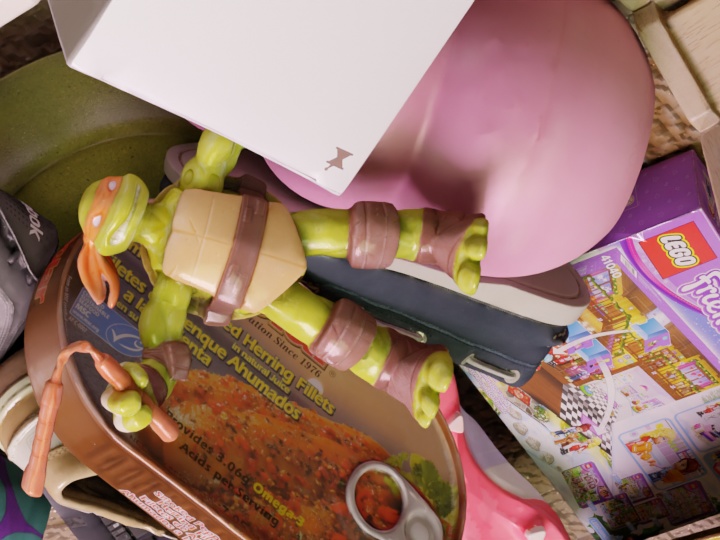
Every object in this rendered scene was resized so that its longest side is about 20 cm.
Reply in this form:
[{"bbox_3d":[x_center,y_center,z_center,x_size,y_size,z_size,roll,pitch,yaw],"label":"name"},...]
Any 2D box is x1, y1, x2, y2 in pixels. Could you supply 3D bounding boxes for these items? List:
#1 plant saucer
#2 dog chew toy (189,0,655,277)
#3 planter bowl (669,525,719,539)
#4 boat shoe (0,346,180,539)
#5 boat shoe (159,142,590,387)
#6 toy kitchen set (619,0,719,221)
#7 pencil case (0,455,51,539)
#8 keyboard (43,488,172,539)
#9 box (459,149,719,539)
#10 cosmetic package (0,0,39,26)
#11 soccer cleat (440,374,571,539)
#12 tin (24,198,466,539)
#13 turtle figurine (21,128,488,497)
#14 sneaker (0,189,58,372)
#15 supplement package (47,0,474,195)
[{"bbox_3d":[-0.104,-0.003,1.246,0.199,0.031,0.201,-15,130,-19],"label":"plant saucer"},{"bbox_3d":[0.012,-0.073,1.174,0.199,0.125,0.125,16,135,-8],"label":"dog chew toy"},{"bbox_3d":[0.206,0.149,1.369,0.199,0.084,0.200,-15,175,-1],"label":"planter bowl"},{"bbox_3d":[-0.069,0.086,1.214,0.199,0.076,0.072,13,127,-48],"label":"boat shoe"},{"bbox_3d":[0.000,0.000,1.232,0.199,0.075,0.062,15,118,-32],"label":"boat shoe"},{"bbox_3d":[0.160,-0.113,1.088,0.163,0.181,0.200,-30,135,25],"label":"toy kitchen set"},{"bbox_3d":[-0.237,0.095,1.359,0.092,0.085,0.200,-43,125,18],"label":"pencil case"},{"bbox_3d":[-0.073,0.089,1.327,0.126,0.021,0.200,-25,157,-2],"label":"keyboard"},{"bbox_3d":[0.130,0.042,1.357,0.136,0.039,0.200,-20,134,19],"label":"box"},{"bbox_3d":[-0.201,-0.170,1.063,0.073,0.104,0.200,-29,131,26],"label":"cosmetic package"},{"bbox_3d":[0.029,0.080,1.349,0.067,0.076,0.200,-42,116,-5],"label":"soccer cleat"},{"bbox_3d":[-0.043,0.057,1.161,0.200,0.112,0.042,40,146,-18],"label":"tin"},{"bbox_3d":[-0.042,0.004,1.106,0.160,0.201,0.064,18,168,-9],"label":"turtle figurine"},{"bbox_3d":[-0.164,-0.019,1.142,0.090,0.067,0.201,-18,134,-8],"label":"sneaker"},{"bbox_3d":[-0.042,-0.136,1.021,0.113,0.200,0.110,24,112,-27],"label":"supplement package"}]
